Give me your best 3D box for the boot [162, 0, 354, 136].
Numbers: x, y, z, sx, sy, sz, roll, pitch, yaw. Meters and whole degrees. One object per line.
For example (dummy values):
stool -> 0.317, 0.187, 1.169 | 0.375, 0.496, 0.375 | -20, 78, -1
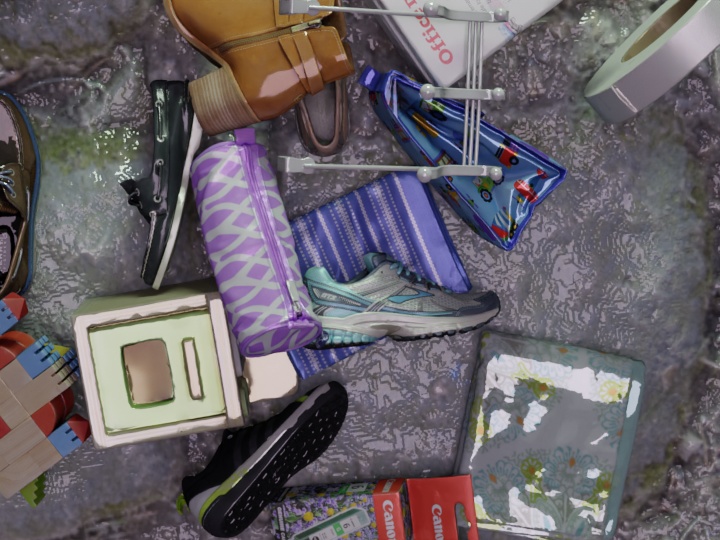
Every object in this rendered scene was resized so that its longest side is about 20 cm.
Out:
boot -> -0.095, -0.235, 1.243 | 0.154, 0.077, 0.202 | -21, 66, 13

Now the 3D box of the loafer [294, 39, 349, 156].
loafer -> -0.045, -0.208, 1.291 | 0.071, 0.063, 0.203 | -11, 97, -2

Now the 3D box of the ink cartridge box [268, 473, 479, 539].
ink cartridge box -> 0.016, 0.265, 1.336 | 0.197, 0.050, 0.111 | -7, 97, 12

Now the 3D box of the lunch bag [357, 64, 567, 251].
lunch bag -> 0.077, -0.119, 1.264 | 0.199, 0.151, 0.094 | 37, 93, -7

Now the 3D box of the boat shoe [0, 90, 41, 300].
boat shoe -> -0.341, -0.070, 1.287 | 0.071, 0.072, 0.203 | -6, 97, -2

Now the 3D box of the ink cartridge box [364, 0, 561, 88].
ink cartridge box -> 0.105, -0.280, 1.249 | 0.199, 0.145, 0.148 | -36, 96, 1

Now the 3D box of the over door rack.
over door rack -> 0.027, -0.151, 1.147 | 0.197, 0.067, 0.150 | 2, 96, -4

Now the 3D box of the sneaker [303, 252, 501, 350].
sneaker -> 0.038, 0.023, 1.276 | 0.197, 0.078, 0.088 | -4, 86, -15

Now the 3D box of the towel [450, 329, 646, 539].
towel -> 0.185, 0.172, 1.355 | 0.169, 0.048, 0.203 | 10, 96, -5

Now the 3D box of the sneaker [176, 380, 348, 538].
sneaker -> -0.101, 0.169, 1.328 | 0.200, 0.072, 0.083 | -43, 55, -16

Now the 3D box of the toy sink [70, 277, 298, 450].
toy sink -> -0.162, 0.082, 1.294 | 0.197, 0.112, 0.132 | -9, 97, -2

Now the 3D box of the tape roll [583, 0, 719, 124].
tape roll -> 0.288, -0.214, 1.238 | 0.203, 0.203, 0.037 | -45, 97, 3

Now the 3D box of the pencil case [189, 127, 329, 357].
pencil case -> -0.096, -0.019, 1.230 | 0.083, 0.086, 0.202 | -11, 70, -26

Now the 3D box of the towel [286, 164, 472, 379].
towel -> 0.000, 0.000, 1.312 | 0.198, 0.024, 0.146 | -26, 97, -16

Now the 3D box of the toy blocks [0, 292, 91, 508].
toy blocks -> -0.323, 0.112, 1.281 | 0.136, 0.100, 0.201 | -34, 97, 15

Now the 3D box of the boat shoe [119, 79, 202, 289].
boat shoe -> -0.194, -0.086, 1.290 | 0.065, 0.074, 0.202 | 12, 93, -10
